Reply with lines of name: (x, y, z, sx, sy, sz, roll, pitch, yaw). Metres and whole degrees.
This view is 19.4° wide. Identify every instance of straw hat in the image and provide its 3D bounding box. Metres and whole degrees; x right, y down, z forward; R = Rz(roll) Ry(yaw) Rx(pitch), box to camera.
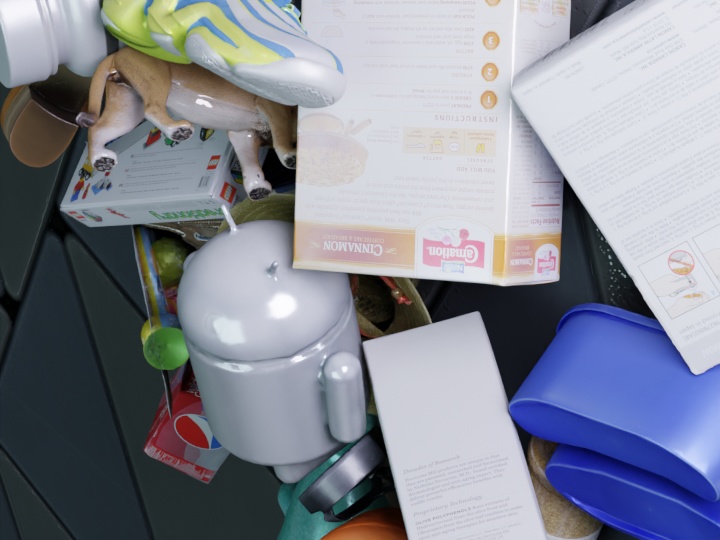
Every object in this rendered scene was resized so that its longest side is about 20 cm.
straw hat: (0.000, 0.000, 1.455, 0.201, 0.085, 0.201, 27, 144, 21)

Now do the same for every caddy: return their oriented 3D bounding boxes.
caddy: (0.190, 0.092, 1.282, 0.200, 0.105, 0.141, 19, 150, 43)

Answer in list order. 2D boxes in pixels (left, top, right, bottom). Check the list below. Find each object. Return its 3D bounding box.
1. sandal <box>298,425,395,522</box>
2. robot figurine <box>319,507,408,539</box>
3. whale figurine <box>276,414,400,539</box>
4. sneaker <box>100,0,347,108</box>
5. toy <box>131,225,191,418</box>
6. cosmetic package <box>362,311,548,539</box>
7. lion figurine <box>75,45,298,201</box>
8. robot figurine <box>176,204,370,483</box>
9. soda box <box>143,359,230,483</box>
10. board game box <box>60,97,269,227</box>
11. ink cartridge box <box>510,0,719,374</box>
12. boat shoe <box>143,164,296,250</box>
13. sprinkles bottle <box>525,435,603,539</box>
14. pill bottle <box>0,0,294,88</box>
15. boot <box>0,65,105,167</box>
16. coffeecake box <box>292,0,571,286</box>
sandal: (-0.005, 0.148, 1.444, 0.043, 0.076, 0.200, 47, -179, 3)
robot figurine: (0.013, 0.227, 1.445, 0.144, 0.200, 0.117, -13, 88, 11)
whale figurine: (-0.017, 0.191, 1.593, 0.159, 0.104, 0.200, 17, 122, 44)
sneaker: (-0.074, -0.168, 1.274, 0.200, 0.076, 0.105, 23, 87, 37)
toy: (-0.148, 0.016, 1.640, 0.200, 0.047, 0.115, -102, 3, -64)
cosmetic package: (0.066, 0.137, 1.331, 0.200, 0.085, 0.108, -105, -1, -46)
lion figurine: (-0.104, -0.113, 1.372, 0.072, 0.200, 0.123, -44, 45, 35)
robot figurine: (-0.057, 0.048, 1.385, 0.170, 0.113, 0.200, 32, 147, 35)
soda box: (-0.106, 0.084, 1.641, 0.063, 0.070, 0.200, 25, 141, -9)
board game box: (-0.133, -0.097, 1.533, 0.035, 0.126, 0.200, 32, 160, -34)
ink cartridge box: (0.202, -0.062, 1.171, 0.161, 0.050, 0.200, -29, 102, 29)
boat shoe: (-0.100, -0.036, 1.569, 0.200, 0.072, 0.072, 4, 116, 49)
sprinkles bottle: (0.125, 0.190, 1.450, 0.068, 0.068, 0.200, 41, 139, 25)
pill bottle: (-0.154, -0.195, 1.402, 0.114, 0.200, 0.114, 162, 90, -73)
boot: (-0.199, -0.172, 1.593, 0.077, 0.200, 0.155, 32, -168, -19)
coffeecake box: (0.042, -0.096, 1.275, 0.153, 0.073, 0.200, 5, 95, 33)
